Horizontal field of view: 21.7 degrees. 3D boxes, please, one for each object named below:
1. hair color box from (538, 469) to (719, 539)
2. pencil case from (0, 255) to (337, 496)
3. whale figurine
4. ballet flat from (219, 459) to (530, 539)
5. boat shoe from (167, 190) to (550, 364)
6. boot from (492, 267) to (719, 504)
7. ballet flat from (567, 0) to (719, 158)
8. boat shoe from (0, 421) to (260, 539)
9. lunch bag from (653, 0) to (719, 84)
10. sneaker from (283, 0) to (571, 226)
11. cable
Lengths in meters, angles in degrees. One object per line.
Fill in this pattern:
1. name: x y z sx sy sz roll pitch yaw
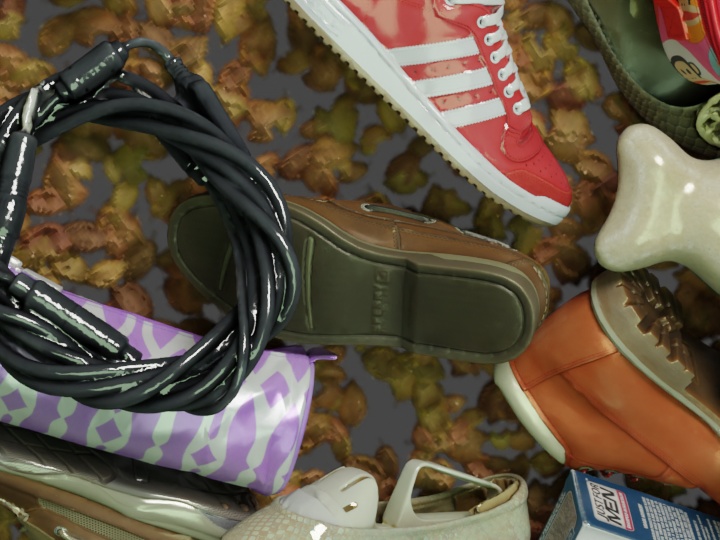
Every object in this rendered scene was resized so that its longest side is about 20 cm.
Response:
1. hair color box: 0.190 0.192 1.026 0.199 0.061 0.100 19 113 -8
2. pencil case: -0.120 0.054 0.974 0.199 0.084 0.086 18 87 -14
3. whale figurine: 0.217 -0.020 0.980 0.199 0.104 0.160 10 94 -7
4. ballet flat: 0.009 0.131 1.003 0.199 0.067 0.063 4 98 -37
5. boat shoe: 0.000 0.000 0.978 0.199 0.068 0.072 17 114 9
6. boot: 0.162 0.087 1.032 0.107 0.075 0.200 -35 115 25
7. ballet flat: 0.147 -0.133 0.964 0.067 0.046 0.200 -38 108 6
8. boat shoe: -0.152 0.126 0.995 0.199 0.076 0.072 21 106 -11
9. lunch bag: 0.201 -0.192 0.919 0.175 0.082 0.201 -18 106 -16
10. sneaker: 0.061 -0.119 0.945 0.200 0.071 0.112 42 101 -15
11. cable: -0.120 -0.015 0.913 0.163 0.051 0.200 -25 71 -13
